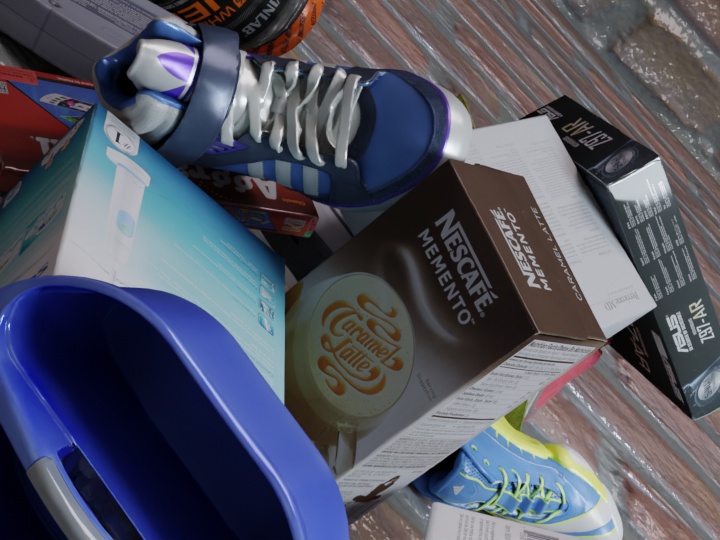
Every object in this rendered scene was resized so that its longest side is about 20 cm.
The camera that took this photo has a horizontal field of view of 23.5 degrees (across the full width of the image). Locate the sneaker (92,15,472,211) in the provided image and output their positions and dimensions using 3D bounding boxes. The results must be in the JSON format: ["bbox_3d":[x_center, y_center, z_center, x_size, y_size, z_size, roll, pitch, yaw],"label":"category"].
[{"bbox_3d":[-0.056,-0.088,0.947,0.199,0.081,0.146,10,-5,40],"label":"sneaker"}]

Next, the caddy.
[{"bbox_3d":[-0.098,0.096,0.713,0.200,0.141,0.105,52,14,11],"label":"caddy"}]

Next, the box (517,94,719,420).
[{"bbox_3d":[0.191,-0.011,1.236,0.201,0.043,0.160,65,-7,-27],"label":"box"}]

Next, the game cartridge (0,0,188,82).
[{"bbox_3d":[-0.149,-0.146,1.158,0.199,0.041,0.133,28,16,-7],"label":"game cartridge"}]

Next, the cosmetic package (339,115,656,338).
[{"bbox_3d":[0.088,-0.013,1.091,0.199,0.052,0.151,-15,71,-51],"label":"cosmetic package"}]

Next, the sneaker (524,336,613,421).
[{"bbox_3d":[0.146,0.066,1.303,0.200,0.086,0.074,99,-21,-71],"label":"sneaker"}]

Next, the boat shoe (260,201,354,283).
[{"bbox_3d":[0.000,0.000,1.089,0.066,0.074,0.201,-8,54,-31],"label":"boat shoe"}]

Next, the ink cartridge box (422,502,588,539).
[{"bbox_3d":[0.120,0.211,0.918,0.198,0.085,0.146,13,20,3],"label":"ink cartridge box"}]

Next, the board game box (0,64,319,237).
[{"bbox_3d":[-0.128,-0.072,1.041,0.199,0.020,0.103,8,39,-28],"label":"board game box"}]

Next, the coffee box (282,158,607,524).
[{"bbox_3d":[0.021,0.044,0.960,0.079,0.200,0.115,10,48,-53],"label":"coffee box"}]

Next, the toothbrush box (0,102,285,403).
[{"bbox_3d":[-0.117,0.025,0.891,0.146,0.085,0.200,40,19,-22],"label":"toothbrush box"}]

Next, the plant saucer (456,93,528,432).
[{"bbox_3d":[0.072,0.009,1.250,0.200,0.047,0.201,91,-14,-62],"label":"plant saucer"}]

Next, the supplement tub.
[{"bbox_3d":[-0.124,-0.250,1.356,0.199,0.122,0.123,27,28,-46],"label":"supplement tub"}]

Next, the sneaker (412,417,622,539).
[{"bbox_3d":[0.088,0.145,1.163,0.200,0.076,0.105,40,31,-3],"label":"sneaker"}]
